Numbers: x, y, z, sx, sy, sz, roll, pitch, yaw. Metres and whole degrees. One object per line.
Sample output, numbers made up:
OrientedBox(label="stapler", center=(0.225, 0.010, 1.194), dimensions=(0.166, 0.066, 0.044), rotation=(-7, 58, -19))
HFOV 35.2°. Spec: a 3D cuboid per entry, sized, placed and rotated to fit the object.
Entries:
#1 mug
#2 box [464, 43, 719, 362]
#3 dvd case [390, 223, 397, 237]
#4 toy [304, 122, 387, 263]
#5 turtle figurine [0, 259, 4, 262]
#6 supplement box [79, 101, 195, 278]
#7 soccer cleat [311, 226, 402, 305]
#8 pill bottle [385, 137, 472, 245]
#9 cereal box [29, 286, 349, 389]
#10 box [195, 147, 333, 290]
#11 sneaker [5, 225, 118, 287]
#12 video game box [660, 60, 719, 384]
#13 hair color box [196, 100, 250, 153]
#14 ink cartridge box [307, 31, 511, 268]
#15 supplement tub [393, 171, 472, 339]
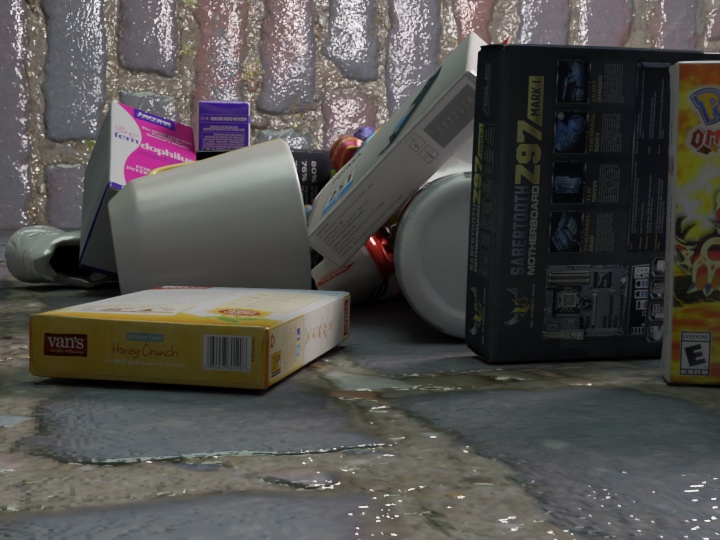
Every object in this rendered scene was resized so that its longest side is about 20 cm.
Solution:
OrientedBox(label="mug", center=(-0.133, -0.026, 0.968), dimensions=(0.152, 0.151, 0.186), rotation=(-9, 2, -12))
OrientedBox(label="box", center=(0.151, -0.044, 0.739), dimensions=(0.156, 0.202, 0.051), rotation=(-2, 9, -15))
OrientedBox(label="dvd case", center=(0.138, -0.050, 1.070), dimensions=(0.199, 0.025, 0.150), rotation=(-27, -26, 7))
OrientedBox(label="toy", center=(-0.011, -0.095, 1.103), dimensions=(0.047, 0.116, 0.200), rotation=(29, 53, 11))
OrientedBox(label="turtle figurine", center=(-0.488, -0.026, 1.187), dimensions=(0.199, 0.102, 0.149), rotation=(-10, 9, -35))
OrientedBox(label="supplement box", center=(-0.237, -0.083, 1.215), dimensions=(0.100, 0.104, 0.201), rotation=(16, 27, -22))
OrientedBox(label="soccer cleat", center=(0.000, 0.000, 1.068), dimensions=(0.085, 0.069, 0.200), rotation=(-28, -5, 3))
OrientedBox(label="pill bottle", center=(0.074, -0.059, 1.156), dimensions=(0.108, 0.110, 0.200), rotation=(0, -27, -2))
OrientedBox(label="cereal box", center=(-0.096, 0.037, 0.715), dimensions=(0.142, 0.040, 0.200), rotation=(2, 4, 13))
OrientedBox(label="box", center=(-0.068, -0.050, 1.173), dimensions=(0.104, 0.150, 0.199), rotation=(2, 4, 33))
OrientedBox(label="sneaker", center=(-0.278, -0.013, 1.244), dimensions=(0.199, 0.079, 0.099), rotation=(-12, 19, -36))
OrientedBox(label="video game box", center=(0.273, -0.026, 0.635), dimensions=(0.198, 0.184, 0.047), rotation=(1, 4, 10))
OrientedBox(label="hair color box", center=(-0.156, -0.088, 1.295), dimensions=(0.064, 0.202, 0.109), rotation=(2, 4, -7))
OrientedBox(label="ink cartridge box", center=(0.042, -0.115, 0.957), dimensions=(0.045, 0.200, 0.177), rotation=(39, 27, -13))
OrientedBox(label="supplement tub", center=(0.086, -0.017, 0.900), dimensions=(0.121, 0.124, 0.200), rotation=(1, 4, 1))
